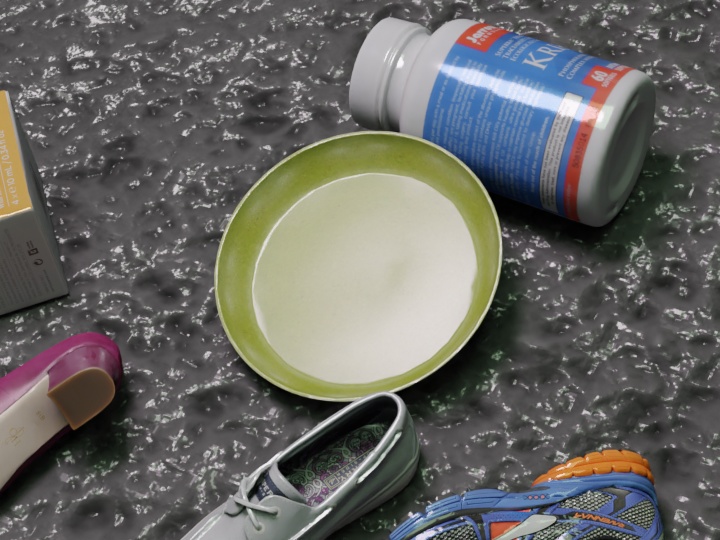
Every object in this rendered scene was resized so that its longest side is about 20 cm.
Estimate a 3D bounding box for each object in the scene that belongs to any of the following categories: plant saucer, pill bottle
[{"bbox_3d":[0.000,0.000,1.142,0.199,0.031,0.201,-6,62,12],"label":"plant saucer"},{"bbox_3d":[0.096,-0.112,1.185,0.199,0.113,0.112,20,57,22],"label":"pill bottle"}]

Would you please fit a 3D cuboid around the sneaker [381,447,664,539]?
[{"bbox_3d":[0.090,0.169,0.990,0.199,0.076,0.079,-20,55,-5],"label":"sneaker"}]

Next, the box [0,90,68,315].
[{"bbox_3d":[-0.322,-0.027,1.191,0.199,0.098,0.125,-18,51,-5],"label":"box"}]

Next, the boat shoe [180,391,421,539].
[{"bbox_3d":[-0.046,0.144,1.031,0.199,0.069,0.072,-30,53,-15],"label":"boat shoe"}]

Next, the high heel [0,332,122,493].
[{"bbox_3d":[-0.245,0.108,1.116,0.199,0.068,0.096,-25,15,-2],"label":"high heel"}]
